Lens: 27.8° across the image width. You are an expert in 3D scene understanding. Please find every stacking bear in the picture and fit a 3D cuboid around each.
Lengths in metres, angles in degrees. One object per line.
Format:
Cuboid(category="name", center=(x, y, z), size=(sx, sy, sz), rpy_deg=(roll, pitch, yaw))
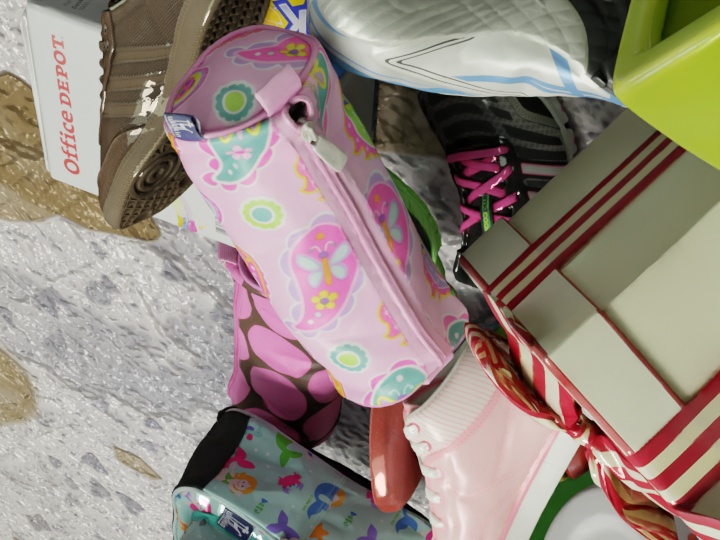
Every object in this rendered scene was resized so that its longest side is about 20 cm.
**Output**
Cuboid(category="stacking bear", center=(0.116, 0.094, 0.942), size=(0.198, 0.121, 0.115), rpy_deg=(2, 108, 21))

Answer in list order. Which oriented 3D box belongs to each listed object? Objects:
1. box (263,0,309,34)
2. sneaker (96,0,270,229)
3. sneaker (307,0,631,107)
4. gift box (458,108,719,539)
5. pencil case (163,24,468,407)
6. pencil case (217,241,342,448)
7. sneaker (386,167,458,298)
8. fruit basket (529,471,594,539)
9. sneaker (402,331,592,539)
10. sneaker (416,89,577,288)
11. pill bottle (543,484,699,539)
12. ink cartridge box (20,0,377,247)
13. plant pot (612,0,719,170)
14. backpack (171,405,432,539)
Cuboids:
Cuboid(category="box", center=(-0.017, -0.164, 0.777), size=(0.199, 0.070, 0.065), rpy_deg=(10, 136, 27))
Cuboid(category="sneaker", center=(-0.108, -0.111, 0.792), size=(0.076, 0.070, 0.200), rpy_deg=(47, 132, 17))
Cuboid(category="sneaker", center=(0.073, -0.113, 0.683), size=(0.198, 0.073, 0.072), rpy_deg=(9, 172, -3))
Cuboid(category="gift box", center=(0.162, 0.024, 0.702), size=(0.185, 0.187, 0.200), rpy_deg=(46, -175, -14))
Cuboid(category="pencil case", center=(-0.018, -0.024, 0.710), size=(0.087, 0.088, 0.201), rpy_deg=(1, 136, 35))
Cuboid(category="pencil case", center=(-0.053, 0.046, 1.024), size=(0.093, 0.091, 0.201), rpy_deg=(-2, 139, -6))
Cuboid(category="sneaker", center=(0.000, 0.000, 0.819), size=(0.077, 0.084, 0.201), rpy_deg=(29, 158, 40))
Cuboid(category="fruit basket", center=(0.156, 0.231, 1.045), size=(0.215, 0.155, 0.217), rpy_deg=(33, 143, 29))
Cuboid(category="sneaker", center=(0.060, 0.126, 0.872), size=(0.104, 0.075, 0.201), rpy_deg=(24, 109, 1))
Cuboid(category="sneaker", center=(0.085, -0.035, 0.834), size=(0.073, 0.088, 0.201), rpy_deg=(-4, 130, 38))
Cuboid(category="pill bottle", center=(0.216, 0.201, 0.926), size=(0.199, 0.113, 0.112), rpy_deg=(17, 156, -40))
Cuboid(category="ink cartridge box", center=(-0.096, -0.100, 0.892), size=(0.199, 0.085, 0.145), rpy_deg=(20, 139, 13))
Cuboid(category="plant pot", center=(0.240, -0.120, 0.550), size=(0.181, 0.200, 0.200), rpy_deg=(37, 142, -17))
Cuboid(category="backpack", center=(-0.040, 0.209, 1.023), size=(0.199, 0.151, 0.178), rpy_deg=(23, 148, 6))
